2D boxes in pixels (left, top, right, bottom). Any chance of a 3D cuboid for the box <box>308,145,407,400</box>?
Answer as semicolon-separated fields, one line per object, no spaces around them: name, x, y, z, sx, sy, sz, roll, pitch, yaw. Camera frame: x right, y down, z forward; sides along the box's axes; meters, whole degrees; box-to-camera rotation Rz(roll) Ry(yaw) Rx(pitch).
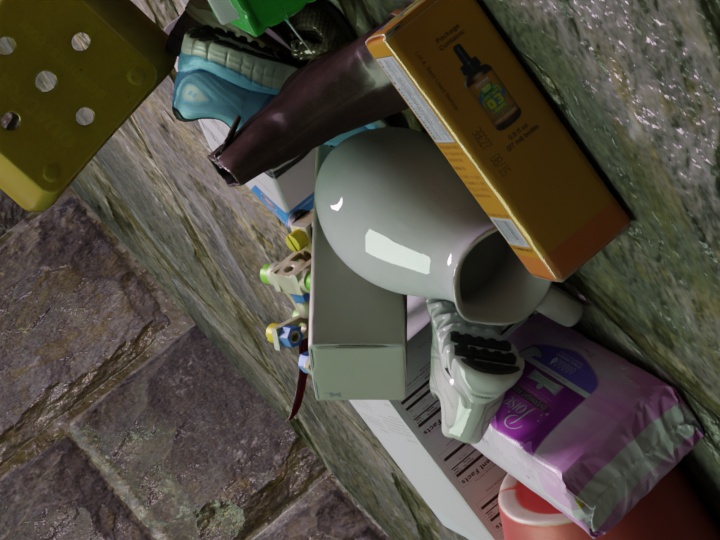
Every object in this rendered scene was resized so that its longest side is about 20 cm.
box;0.000;0.000;1.603;0.095;0.077;0.201;85;-175;-58

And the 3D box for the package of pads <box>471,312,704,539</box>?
package of pads;0.162;0.117;1.513;0.076;0.120;0.200;57;168;-29

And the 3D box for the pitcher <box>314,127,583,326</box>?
pitcher;0.069;-0.023;1.493;0.171;0.122;0.200;30;-177;-46

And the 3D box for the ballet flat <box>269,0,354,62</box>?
ballet flat;-0.072;-0.213;1.593;0.200;0.046;0.068;40;165;47

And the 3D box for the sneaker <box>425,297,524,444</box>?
sneaker;0.081;0.062;1.528;0.200;0.075;0.081;-88;10;-64

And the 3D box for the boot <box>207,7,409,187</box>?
boot;-0.021;-0.111;1.388;0.073;0.166;0.200;53;170;-14

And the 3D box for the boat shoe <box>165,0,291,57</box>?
boat shoe;-0.076;-0.155;1.639;0.200;0.065;0.072;36;-167;-19

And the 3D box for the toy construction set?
toy construction set;-0.014;-0.008;1.751;0.092;0.200;0.132;-3;120;33

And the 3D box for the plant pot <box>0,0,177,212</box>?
plant pot;-0.270;-0.168;1.608;0.200;0.200;0.176;42;178;-20

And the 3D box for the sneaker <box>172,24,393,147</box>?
sneaker;-0.064;-0.127;1.574;0.199;0.090;0.078;20;-164;-19

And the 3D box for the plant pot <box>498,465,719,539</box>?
plant pot;0.207;0.235;1.583;0.200;0.200;0.178;29;145;65

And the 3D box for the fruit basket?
fruit basket;-0.114;-0.269;1.465;0.200;0.094;0.186;46;169;44

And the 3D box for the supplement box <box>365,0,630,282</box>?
supplement box;0.089;-0.091;1.268;0.200;0.066;0.069;54;172;-12

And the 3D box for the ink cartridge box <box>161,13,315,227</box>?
ink cartridge box;-0.092;-0.148;1.800;0.145;0.084;0.200;45;168;27

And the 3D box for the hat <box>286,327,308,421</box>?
hat;-0.059;0.020;1.969;0.200;0.176;0.166;52;170;-2

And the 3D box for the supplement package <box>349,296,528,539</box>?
supplement package;0.096;0.119;1.727;0.200;0.147;0.191;53;169;-9
